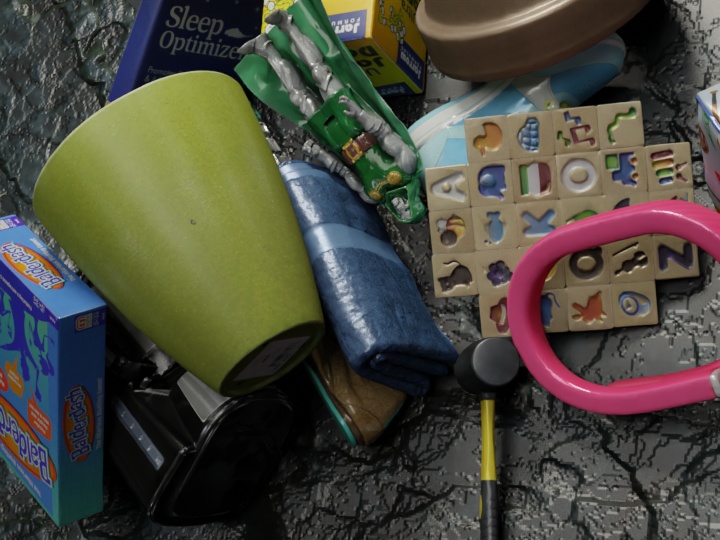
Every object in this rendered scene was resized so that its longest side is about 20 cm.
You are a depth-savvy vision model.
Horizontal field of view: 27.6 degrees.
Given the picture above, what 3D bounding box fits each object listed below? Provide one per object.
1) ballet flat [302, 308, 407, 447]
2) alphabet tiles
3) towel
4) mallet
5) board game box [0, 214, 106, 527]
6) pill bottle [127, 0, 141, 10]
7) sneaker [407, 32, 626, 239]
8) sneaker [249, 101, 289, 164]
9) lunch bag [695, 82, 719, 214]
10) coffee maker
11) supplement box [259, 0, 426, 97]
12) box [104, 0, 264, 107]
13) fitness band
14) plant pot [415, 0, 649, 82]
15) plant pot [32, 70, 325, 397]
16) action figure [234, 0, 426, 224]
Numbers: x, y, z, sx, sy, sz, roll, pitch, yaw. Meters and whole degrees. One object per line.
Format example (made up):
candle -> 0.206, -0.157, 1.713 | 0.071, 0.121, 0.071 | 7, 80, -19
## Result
ballet flat -> -0.030, 0.054, 1.191 | 0.072, 0.068, 0.200 | -34, 57, -11
alphabet tiles -> 0.150, -0.037, 1.101 | 0.199, 0.006, 0.167 | -5, 94, 10
towel -> 0.000, 0.000, 1.159 | 0.048, 0.111, 0.201 | -39, 56, 23
mallet -> 0.097, 0.146, 1.084 | 0.041, 0.066, 0.201 | 2, 71, -9
board game box -> -0.257, 0.079, 1.167 | 0.152, 0.045, 0.201 | 37, 132, 40
pill bottle -> -0.135, -0.325, 1.349 | 0.111, 0.111, 0.201 | 12, 69, 30
sneaker -> 0.135, -0.092, 1.148 | 0.200, 0.079, 0.131 | -32, 58, 25
sneaker -> -0.101, -0.067, 1.259 | 0.091, 0.077, 0.200 | -42, 68, 20
lunch bag -> 0.295, -0.034, 0.969 | 0.075, 0.200, 0.161 | -31, 47, 3
coffee maker -> -0.165, 0.115, 1.209 | 0.200, 0.134, 0.193 | 47, 137, 33
supplement box -> -0.009, -0.257, 1.264 | 0.108, 0.109, 0.201 | -6, 69, 26
box -> -0.137, -0.216, 1.267 | 0.032, 0.121, 0.201 | 37, 114, 38
fitness band -> 0.193, 0.028, 1.037 | 0.199, 0.037, 0.144 | -16, 98, 40
plant pot -> 0.113, -0.271, 1.124 | 0.199, 0.175, 0.201 | -22, 27, 12
plant pot -> -0.116, -0.013, 1.103 | 0.187, 0.187, 0.200 | -39, 71, 10
action figure -> -0.014, -0.118, 1.168 | 0.200, 0.055, 0.118 | 50, 133, 3
